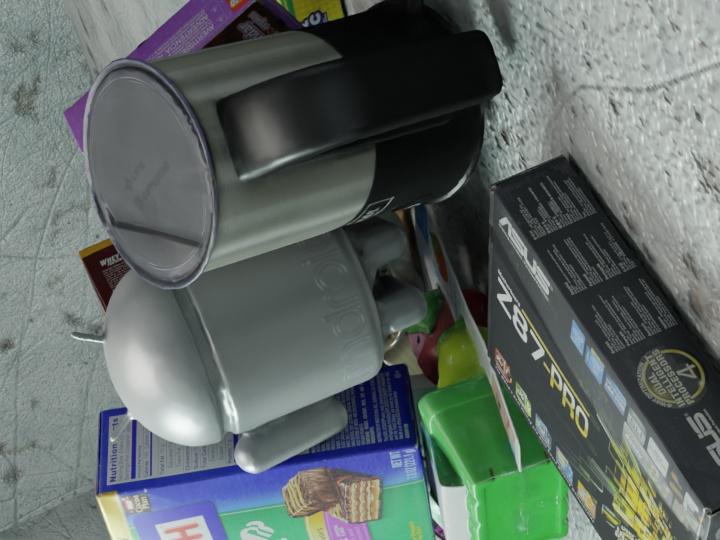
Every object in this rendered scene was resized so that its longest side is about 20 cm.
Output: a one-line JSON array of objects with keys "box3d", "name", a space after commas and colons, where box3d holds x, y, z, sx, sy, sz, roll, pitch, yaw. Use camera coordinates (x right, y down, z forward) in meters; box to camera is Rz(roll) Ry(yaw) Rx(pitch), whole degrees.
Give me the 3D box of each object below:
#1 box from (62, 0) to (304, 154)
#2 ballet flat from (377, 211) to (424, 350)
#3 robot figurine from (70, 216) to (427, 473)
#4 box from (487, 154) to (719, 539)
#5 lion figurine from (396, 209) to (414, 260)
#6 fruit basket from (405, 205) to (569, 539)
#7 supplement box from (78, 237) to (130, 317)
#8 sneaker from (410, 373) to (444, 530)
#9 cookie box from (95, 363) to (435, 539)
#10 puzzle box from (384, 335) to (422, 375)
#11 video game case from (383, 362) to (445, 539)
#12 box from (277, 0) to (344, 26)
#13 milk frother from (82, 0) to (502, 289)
[{"box3d": [-0.068, -0.087, 0.976, 0.200, 0.137, 0.039, 35, -161, -54], "name": "box"}, {"box3d": [0.000, 0.000, 1.034, 0.070, 0.069, 0.200, 60, -179, 28], "name": "ballet flat"}, {"box3d": [-0.064, 0.030, 0.919, 0.113, 0.199, 0.171, -161, 50, -74], "name": "robot figurine"}, {"box3d": [0.128, 0.068, 0.779, 0.162, 0.049, 0.201, 87, 157, -55], "name": "box"}, {"box3d": [-0.008, -0.026, 1.187, 0.123, 0.072, 0.200, 65, 168, -26], "name": "lion figurine"}, {"box3d": [0.064, 0.074, 0.996, 0.186, 0.093, 0.201, 81, 165, -55], "name": "fruit basket"}, {"box3d": [-0.262, 0.033, 2.216, 0.200, 0.196, 0.133, 52, 163, 50], "name": "supplement box"}, {"box3d": [0.033, 0.137, 1.098, 0.119, 0.200, 0.074, 57, 131, 22], "name": "sneaker"}, {"box3d": [-0.054, 0.158, 1.016, 0.075, 0.198, 0.172, -97, -3, -50], "name": "cookie box"}, {"box3d": [-0.040, 0.016, 1.222, 0.199, 0.026, 0.133, 33, 178, 19], "name": "puzzle box"}, {"box3d": [0.021, 0.127, 1.317, 0.181, 0.036, 0.200, 47, -171, -51], "name": "video game case"}, {"box3d": [-0.049, -0.186, 1.106, 0.118, 0.048, 0.201, 54, 163, 46], "name": "box"}, {"box3d": [-0.043, -0.121, 0.823, 0.201, 0.187, 0.180, 61, 140, 12], "name": "milk frother"}]
